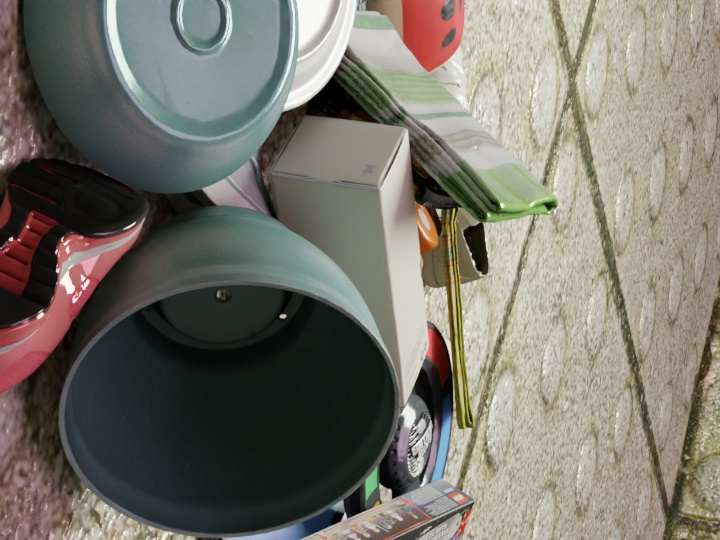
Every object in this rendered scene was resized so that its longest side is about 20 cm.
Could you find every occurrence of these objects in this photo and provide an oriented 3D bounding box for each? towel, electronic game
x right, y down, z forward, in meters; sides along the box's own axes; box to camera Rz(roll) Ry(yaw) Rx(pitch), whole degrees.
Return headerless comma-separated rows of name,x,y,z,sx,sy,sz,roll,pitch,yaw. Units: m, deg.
towel,0.050,-0.113,1.195,0.031,0.200,0.149,-50,165,21
electronic game,0.035,0.139,1.386,0.200,0.041,0.202,8,90,-67
towel,0.082,0.026,1.435,0.086,0.018,0.202,-75,161,-75

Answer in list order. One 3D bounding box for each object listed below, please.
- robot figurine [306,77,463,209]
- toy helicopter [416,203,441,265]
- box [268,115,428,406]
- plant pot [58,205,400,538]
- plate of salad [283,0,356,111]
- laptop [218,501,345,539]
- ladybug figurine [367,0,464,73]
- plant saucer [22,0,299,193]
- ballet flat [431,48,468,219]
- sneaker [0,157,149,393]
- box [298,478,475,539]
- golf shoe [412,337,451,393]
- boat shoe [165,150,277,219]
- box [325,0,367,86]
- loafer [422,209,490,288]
robot figurine,0.029,-0.090,1.247,0.058,0.145,0.200,-58,173,23
toy helicopter,0.019,-0.057,1.352,0.133,0.079,0.200,65,16,11
box,-0.004,-0.004,1.166,0.069,0.082,0.201,-64,156,-44
plant pot,-0.083,0.046,1.043,0.135,0.199,0.201,-101,-179,-52
plate of salad,-0.072,-0.200,1.082,0.199,0.048,0.202,4,85,-51
laptop,-0.037,0.123,1.264,0.201,0.103,0.178,115,1,-48
ladybug figurine,0.045,-0.231,1.383,0.200,0.071,0.137,75,21,-63
plant saucer,-0.101,-0.145,0.987,0.199,0.036,0.202,-2,93,-44
ballet flat,0.069,-0.123,1.510,0.069,0.069,0.202,-44,139,-59
sneaker,-0.182,0.007,0.926,0.087,0.073,0.200,-65,175,31
box,0.001,0.248,1.302,0.199,0.040,0.138,-13,127,-52
golf shoe,0.036,0.087,1.508,0.200,0.078,0.098,-49,136,-58
boat shoe,-0.091,-0.071,1.104,0.072,0.070,0.201,-66,152,-15
box,-0.044,-0.224,1.221,0.193,0.047,0.202,-18,115,-65
loafer,0.094,-0.077,1.606,0.076,0.068,0.201,-50,142,-56
